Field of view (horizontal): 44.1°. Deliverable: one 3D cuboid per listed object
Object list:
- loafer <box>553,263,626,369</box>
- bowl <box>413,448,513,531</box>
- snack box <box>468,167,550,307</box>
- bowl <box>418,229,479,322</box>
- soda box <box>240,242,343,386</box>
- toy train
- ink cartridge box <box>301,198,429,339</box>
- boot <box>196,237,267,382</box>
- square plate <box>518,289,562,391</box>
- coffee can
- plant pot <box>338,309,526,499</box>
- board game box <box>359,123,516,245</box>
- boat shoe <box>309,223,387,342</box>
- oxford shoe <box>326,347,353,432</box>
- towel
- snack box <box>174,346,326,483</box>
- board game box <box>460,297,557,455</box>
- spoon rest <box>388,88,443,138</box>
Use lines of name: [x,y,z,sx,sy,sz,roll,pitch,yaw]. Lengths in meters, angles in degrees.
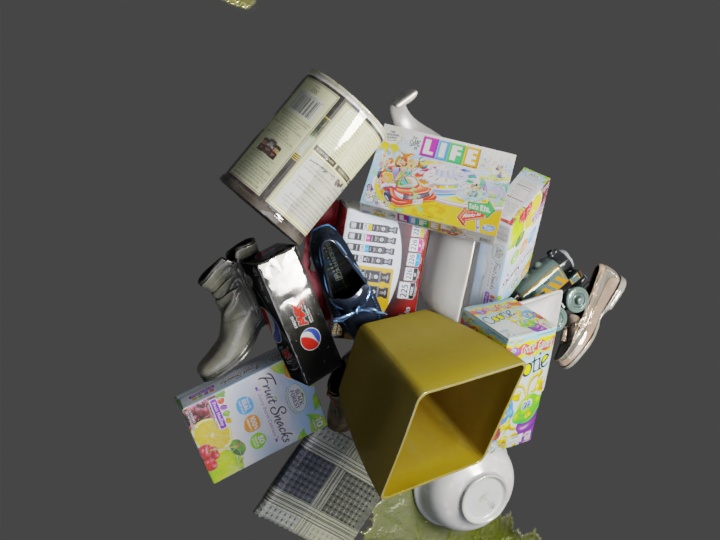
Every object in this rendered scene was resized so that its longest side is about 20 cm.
loafer: [0.399,0.080,1.599,0.063,0.072,0.201,37,83,-13]
bowl: [0.201,0.388,1.587,0.200,0.090,0.203,-7,109,-22]
snack box: [0.235,-0.042,1.409,0.142,0.053,0.201,-45,151,-40]
bowl: [0.146,-0.022,1.388,0.074,0.200,0.202,12,97,11]
soda box: [-0.099,0.064,1.300,0.071,0.063,0.201,-29,108,-24]
toy train: [0.304,0.052,1.535,0.200,0.085,0.114,-38,109,-9]
ink cartridge box: [0.000,0.000,1.352,0.174,0.084,0.202,6,103,-11]
boot: [-0.199,0.054,1.316,0.200,0.068,0.131,-48,116,-13]
square plate: [0.237,0.134,1.447,0.197,0.028,0.201,-13,121,-33]
coffee can: [-0.079,-0.157,1.249,0.146,0.146,0.200,41,87,-29]
plant pot: [0.082,0.169,1.267,0.199,0.176,0.201,-10,132,-35]
board game box: [0.112,-0.125,1.281,0.199,0.034,0.135,14,69,7]
boat shoe: [-0.024,0.034,1.277,0.084,0.069,0.201,-32,109,1]
oxford shoe: [-0.029,0.188,1.397,0.074,0.071,0.201,-13,138,-34]
towel: [-0.054,0.369,1.502,0.200,0.035,0.193,36,87,-27]
snack box: [-0.167,0.218,1.375,0.199,0.053,0.143,-25,116,-16]
board game box: [0.208,0.159,1.348,0.104,0.103,0.201,-10,119,-33]
spoon rest: [0.091,-0.197,1.375,0.099,0.061,0.201,-35,131,-9]
